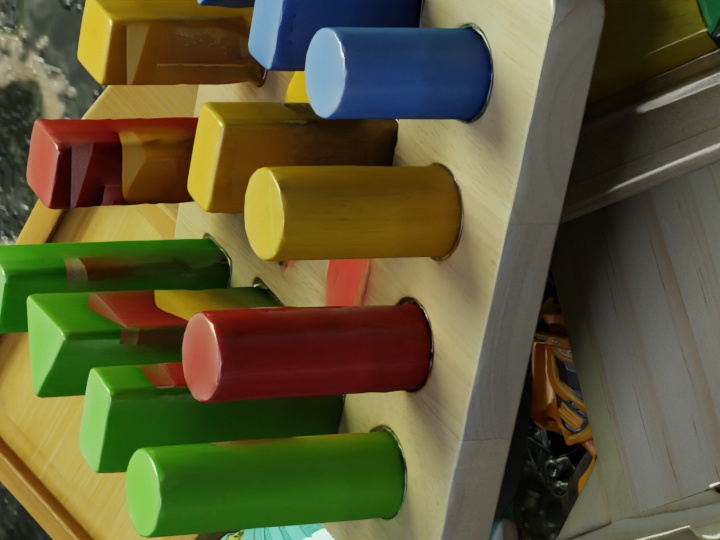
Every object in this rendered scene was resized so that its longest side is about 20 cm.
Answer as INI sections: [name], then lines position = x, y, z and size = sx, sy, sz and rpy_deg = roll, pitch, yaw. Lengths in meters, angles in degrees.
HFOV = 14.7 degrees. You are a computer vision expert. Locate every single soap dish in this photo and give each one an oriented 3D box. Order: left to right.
[soap dish]
position = -0.073, 0.032, 1.071
size = 0.157, 0.081, 0.200
rpy_deg = 46, 130, 15

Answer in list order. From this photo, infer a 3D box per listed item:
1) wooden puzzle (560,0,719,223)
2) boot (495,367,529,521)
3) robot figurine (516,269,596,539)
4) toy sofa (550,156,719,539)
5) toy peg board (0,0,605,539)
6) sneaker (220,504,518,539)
[wooden puzzle]
position = 0.069, -0.113, 0.847
size = 0.199, 0.037, 0.186
rpy_deg = -23, 67, 22
[boot]
position = 0.000, 0.000, 0.966
size = 0.075, 0.073, 0.201
rpy_deg = -38, 69, 60
[robot figurine]
position = 0.106, 0.091, 0.964
size = 0.144, 0.058, 0.201
rpy_deg = 8, 112, 35
[toy sofa]
position = 0.093, -0.002, 0.873
size = 0.097, 0.083, 0.201
rpy_deg = -22, 67, 21
[toy peg board]
position = -0.036, -0.025, 0.833
size = 0.200, 0.097, 0.200
rpy_deg = 45, 131, 52
[sneaker]
position = -0.026, 0.117, 1.007
size = 0.199, 0.080, 0.077
rpy_deg = -12, 142, 33
